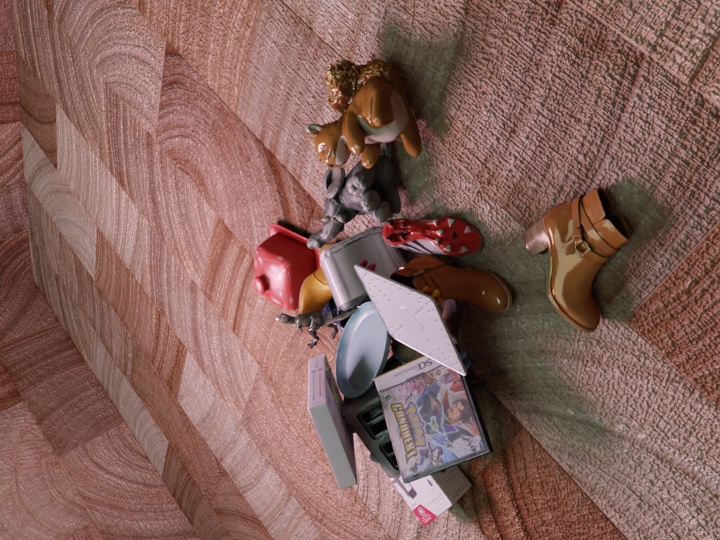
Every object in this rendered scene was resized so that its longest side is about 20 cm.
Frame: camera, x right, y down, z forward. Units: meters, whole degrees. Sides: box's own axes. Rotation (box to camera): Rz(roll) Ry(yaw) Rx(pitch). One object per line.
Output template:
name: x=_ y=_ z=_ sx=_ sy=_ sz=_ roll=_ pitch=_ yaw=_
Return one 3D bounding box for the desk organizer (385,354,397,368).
desk organizer: x=0.039 y=0.262 z=1.460 sx=0.075 sy=0.073 sz=0.201 roll=18 pitch=136 yaw=-11

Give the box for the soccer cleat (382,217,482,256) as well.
soccer cleat: x=0.138 y=-0.063 z=1.220 sx=0.196 sy=0.085 sz=0.070 roll=5 pitch=85 yaw=23

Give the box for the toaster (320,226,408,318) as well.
toaster: x=0.000 y=0.000 z=1.309 sx=0.131 sy=0.197 sz=0.114 roll=64 pitch=172 yaw=6

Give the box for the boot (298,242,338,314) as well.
boot: x=-0.055 y=0.034 z=1.417 sx=0.142 sy=0.070 sz=0.206 roll=12 pitch=82 yaw=43

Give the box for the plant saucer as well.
plant saucer: x=0.008 y=0.167 z=1.336 sx=0.200 sy=0.027 sz=0.204 roll=-42 pitch=37 yaw=43

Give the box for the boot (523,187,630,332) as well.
boot: x=0.359 y=-0.016 z=0.998 sx=0.155 sy=0.076 sz=0.204 roll=-35 pitch=75 yaw=46

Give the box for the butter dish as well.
butter dish: x=-0.198 y=0.014 z=1.565 sx=0.198 sy=0.146 sz=0.204 roll=25 pitch=126 yaw=38

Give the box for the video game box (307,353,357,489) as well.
video game box: x=-0.058 y=0.302 z=1.304 sx=0.183 sy=0.046 sz=0.204 roll=-94 pitch=-13 yaw=-68

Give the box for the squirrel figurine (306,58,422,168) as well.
squirrel figurine: x=-0.007 y=-0.285 z=1.184 sx=0.184 sy=0.140 sz=0.205 roll=-19 pitch=70 yaw=34

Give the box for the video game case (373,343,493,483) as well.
video game case: x=0.129 y=0.262 z=1.179 sx=0.178 sy=0.025 sz=0.204 roll=-27 pitch=66 yaw=22

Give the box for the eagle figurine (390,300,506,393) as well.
eagle figurine: x=0.161 y=0.165 z=1.261 sx=0.202 sy=0.150 sz=0.151 roll=56 pitch=160 yaw=2

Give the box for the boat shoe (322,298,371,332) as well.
boat shoe: x=-0.039 y=0.097 z=1.468 sx=0.083 sy=0.070 sz=0.198 roll=30 pitch=155 yaw=-29

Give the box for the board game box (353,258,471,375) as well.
board game box: x=0.093 y=0.080 z=1.133 sx=0.198 sy=0.026 sz=0.202 roll=24 pitch=151 yaw=46

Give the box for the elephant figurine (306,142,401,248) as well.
elephant figurine: x=-0.024 y=-0.147 z=1.286 sx=0.198 sy=0.154 sz=0.144 roll=-11 pitch=108 yaw=46

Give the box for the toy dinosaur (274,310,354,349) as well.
toy dinosaur: x=-0.089 y=0.119 z=1.411 sx=0.048 sy=0.195 sz=0.090 roll=-94 pitch=-7 yaw=-55

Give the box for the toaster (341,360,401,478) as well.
toaster: x=0.081 y=0.303 z=1.327 sx=0.198 sy=0.119 sz=0.182 roll=-32 pitch=103 yaw=17

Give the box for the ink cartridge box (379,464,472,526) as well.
ink cartridge box: x=0.136 y=0.454 z=1.465 sx=0.201 sy=0.083 sz=0.146 roll=50 pitch=138 yaw=17

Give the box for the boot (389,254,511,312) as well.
boot: x=0.161 y=0.038 z=1.165 sx=0.198 sy=0.153 sz=0.075 roll=28 pitch=120 yaw=36
